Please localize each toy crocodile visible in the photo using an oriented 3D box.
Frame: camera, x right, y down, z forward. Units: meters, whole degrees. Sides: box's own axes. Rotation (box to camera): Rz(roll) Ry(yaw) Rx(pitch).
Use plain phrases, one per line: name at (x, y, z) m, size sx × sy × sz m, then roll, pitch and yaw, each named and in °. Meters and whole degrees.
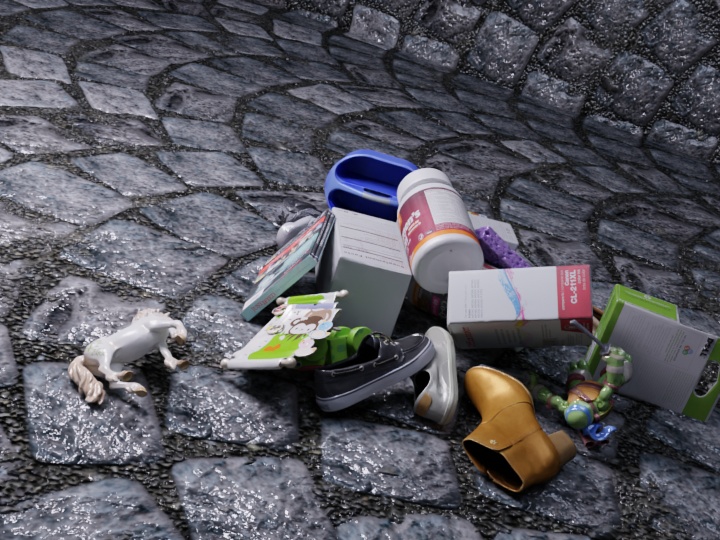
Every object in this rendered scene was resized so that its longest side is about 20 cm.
toy crocodile at (-0.045, 0.112, 1.386) m, size 0.200 × 0.062 × 0.067 m, roll -4°, pitch -1°, yaw -34°

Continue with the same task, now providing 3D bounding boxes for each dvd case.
dvd case at (-0.107, -0.012, 1.523) m, size 0.022 × 0.146 × 0.200 m, roll 47°, pitch 19°, yaw -12°

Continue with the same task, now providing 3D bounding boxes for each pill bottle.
pill bottle at (0.184, 0.043, 1.607) m, size 0.200 × 0.117 × 0.116 m, roll 27°, pitch 26°, yaw 25°
pill bottle at (0.117, -0.066, 1.554) m, size 0.109 × 0.110 × 0.200 m, roll 9°, pitch 37°, yaw -17°

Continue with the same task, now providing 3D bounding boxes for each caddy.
caddy at (0.033, -0.146, 1.893) m, size 0.200 × 0.142 × 0.105 m, roll 16°, pitch 19°, yaw 0°

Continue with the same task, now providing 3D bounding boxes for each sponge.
sponge at (0.242, 0.009, 1.649) m, size 0.200 × 0.030 × 0.112 m, roll 42°, pitch -22°, yaw -14°

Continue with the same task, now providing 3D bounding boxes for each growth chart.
growth chart at (-0.094, 0.079, 1.334) m, size 0.145 × 0.018 × 0.200 m, roll -10°, pitch 23°, yaw 30°

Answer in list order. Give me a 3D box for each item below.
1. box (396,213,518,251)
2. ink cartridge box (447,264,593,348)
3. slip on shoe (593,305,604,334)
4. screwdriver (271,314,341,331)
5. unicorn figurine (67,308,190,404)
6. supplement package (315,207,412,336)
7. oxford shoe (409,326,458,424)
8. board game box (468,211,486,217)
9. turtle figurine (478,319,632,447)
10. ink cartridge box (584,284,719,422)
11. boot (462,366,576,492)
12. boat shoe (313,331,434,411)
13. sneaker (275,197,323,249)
box at (0.155, -0.033, 1.742) m, size 0.200 × 0.125 × 0.098 m, roll 14°, pitch 22°, yaw -6°
ink cartridge box at (0.232, 0.055, 1.451) m, size 0.200 × 0.083 × 0.146 m, roll -2°, pitch -18°, yaw 11°
slip on shoe at (0.435, 0.113, 1.685) m, size 0.200 × 0.061 × 0.076 m, roll 31°, pitch 28°, yaw 30°
screwdriver at (-0.073, 0.078, 1.387) m, size 0.028 × 0.029 × 0.200 m, roll -4°, pitch 8°, yaw -29°
unicorn figurine at (-0.271, 0.094, 1.248) m, size 0.200 × 0.074 × 0.137 m, roll -13°, pitch 26°, yaw -39°
supplement package at (0.000, 0.000, 1.580) m, size 0.117 × 0.117 × 0.200 m, roll 14°, pitch 24°, yaw -11°
oxford shoe at (0.096, 0.137, 1.400) m, size 0.058 × 0.075 × 0.200 m, roll 16°, pitch 29°, yaw -8°
board game box at (0.182, -0.065, 1.930) m, size 0.134 × 0.045 × 0.200 m, roll 14°, pitch 24°, yaw -6°
turtle figurine at (0.311, 0.138, 1.434) m, size 0.200 × 0.144 × 0.194 m, roll 42°, pitch 22°, yaw 15°
ink cartridge box at (0.466, 0.130, 1.563) m, size 0.200 × 0.148 × 0.076 m, roll 20°, pitch 23°, yaw 6°
boot at (0.175, 0.201, 1.312) m, size 0.144 × 0.071 × 0.201 m, roll -9°, pitch 39°, yaw -46°
boat shoe at (0.017, 0.117, 1.338) m, size 0.200 × 0.066 × 0.070 m, roll -24°, pitch 18°, yaw -31°
sneaker at (-0.111, -0.073, 1.720) m, size 0.114 × 0.076 × 0.200 m, roll 25°, pitch 16°, yaw 24°
